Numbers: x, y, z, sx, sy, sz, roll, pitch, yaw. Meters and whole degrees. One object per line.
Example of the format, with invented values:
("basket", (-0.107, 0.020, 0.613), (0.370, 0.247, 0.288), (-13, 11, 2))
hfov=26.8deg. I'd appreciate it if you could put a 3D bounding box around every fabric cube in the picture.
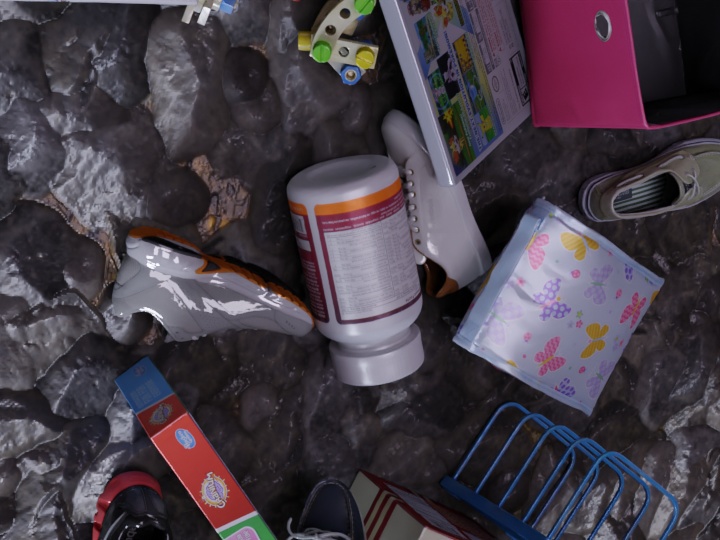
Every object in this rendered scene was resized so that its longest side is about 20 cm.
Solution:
("fabric cube", (0.282, -0.248, 1.447), (0.198, 0.199, 0.198), (-13, 101, -23))

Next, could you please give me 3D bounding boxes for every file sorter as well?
("file sorter", (0.207, 0.234, 1.554), (0.139, 0.200, 0.123), (39, 82, -28))

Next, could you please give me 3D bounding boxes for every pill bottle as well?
("pill bottle", (0.000, 0.000, 1.443), (0.109, 0.109, 0.202), (-19, 110, -20))

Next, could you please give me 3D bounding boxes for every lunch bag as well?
("lunch bag", (0.187, 0.029, 1.519), (0.199, 0.127, 0.171), (27, 92, -49))

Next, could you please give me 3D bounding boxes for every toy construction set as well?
("toy construction set", (-0.065, -0.252, 1.366), (0.198, 0.092, 0.132), (14, 118, -23))

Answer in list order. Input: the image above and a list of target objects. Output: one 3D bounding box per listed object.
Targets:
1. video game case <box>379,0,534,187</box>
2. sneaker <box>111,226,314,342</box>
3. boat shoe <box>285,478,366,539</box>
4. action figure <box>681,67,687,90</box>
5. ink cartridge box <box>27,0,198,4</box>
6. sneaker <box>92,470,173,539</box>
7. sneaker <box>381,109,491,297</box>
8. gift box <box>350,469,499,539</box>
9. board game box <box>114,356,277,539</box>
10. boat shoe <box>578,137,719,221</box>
("video game case", (0.097, -0.210, 1.438), (0.182, 0.022, 0.201), (-43, 122, -44))
("sneaker", (-0.141, 0.033, 1.414), (0.199, 0.076, 0.093), (22, 101, -21))
("boat shoe", (-0.039, 0.280, 1.428), (0.074, 0.201, 0.062), (2, 143, 14))
("action figure", (0.418, -0.250, 1.607), (0.199, 0.105, 0.194), (-36, 113, 20))
("ink cartridge box", (-0.245, -0.297, 1.230), (0.198, 0.146, 0.148), (-3, 105, -25))
("sneaker", (-0.222, 0.296, 1.422), (0.070, 0.098, 0.202), (8, 101, -28))
("sneaker", (0.059, -0.058, 1.476), (0.084, 0.073, 0.201), (-36, 117, -15))
("gift box", (0.048, 0.335, 1.507), (0.184, 0.200, 0.188), (26, 93, -23))
("board game box", (-0.144, 0.189, 1.400), (0.040, 0.153, 0.201), (-35, 115, -9))
("boat shoe", (0.327, -0.088, 1.601), (0.198, 0.062, 0.073), (-20, 111, -21))
